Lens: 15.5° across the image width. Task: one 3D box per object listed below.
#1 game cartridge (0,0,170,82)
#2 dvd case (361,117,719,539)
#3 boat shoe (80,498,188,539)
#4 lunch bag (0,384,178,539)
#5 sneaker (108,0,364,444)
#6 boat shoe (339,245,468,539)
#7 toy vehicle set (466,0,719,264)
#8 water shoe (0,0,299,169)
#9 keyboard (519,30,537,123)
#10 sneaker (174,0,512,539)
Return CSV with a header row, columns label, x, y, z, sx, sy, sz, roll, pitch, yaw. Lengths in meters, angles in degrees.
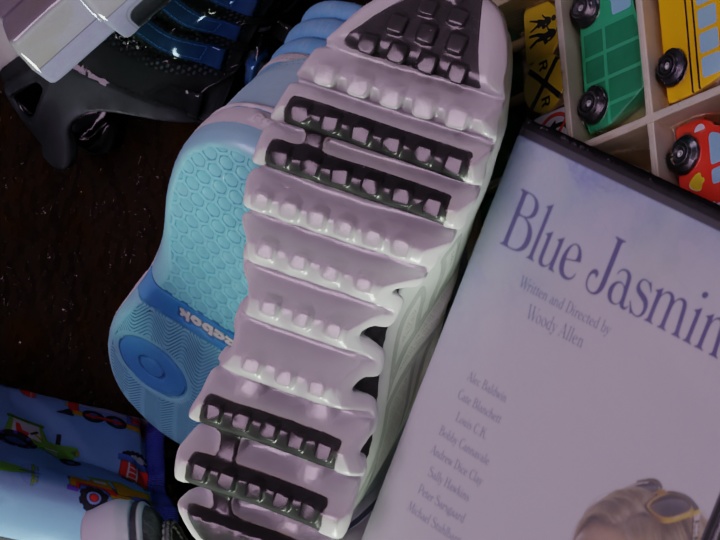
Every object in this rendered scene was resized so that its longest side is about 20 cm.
label,x,y,z,sx,sy,sz,roll,pitch,yaw
game cartridge,-0.058,-0.165,0.975,0.200,0.038,0.130,-40,39,9
dvd case,0.062,0.068,0.809,0.143,0.018,0.201,30,101,50
boat shoe,-0.037,0.161,0.970,0.071,0.072,0.200,-20,115,11
lunch bag,-0.172,0.147,1.032,0.150,0.094,0.201,15,108,-12
sneaker,-0.023,-0.019,0.992,0.079,0.131,0.200,35,144,5
boat shoe,0.041,0.020,0.954,0.200,0.067,0.074,-46,45,6
toy vehicle set,0.087,-0.009,0.839,0.124,0.026,0.201,-23,62,43
water shoe,-0.053,-0.098,1.019,0.200,0.071,0.079,-19,97,34
keyboard,0.086,-0.119,0.932,0.104,0.040,0.201,-5,71,45
sneaker,0.000,0.000,0.868,0.075,0.081,0.201,25,103,17
